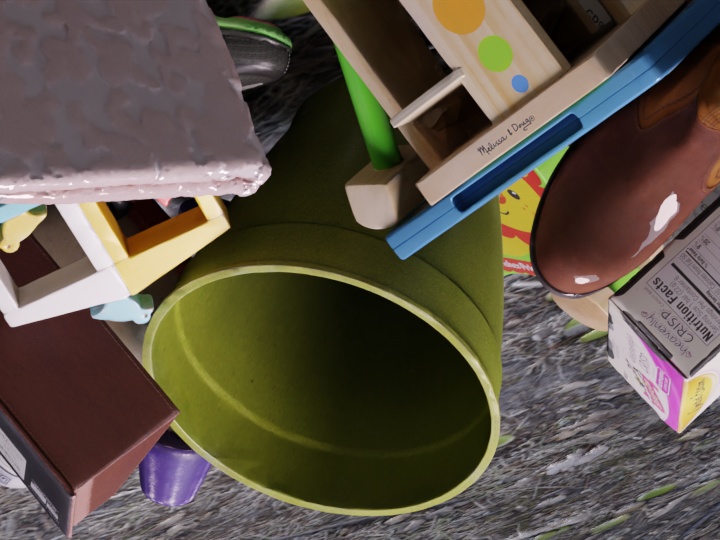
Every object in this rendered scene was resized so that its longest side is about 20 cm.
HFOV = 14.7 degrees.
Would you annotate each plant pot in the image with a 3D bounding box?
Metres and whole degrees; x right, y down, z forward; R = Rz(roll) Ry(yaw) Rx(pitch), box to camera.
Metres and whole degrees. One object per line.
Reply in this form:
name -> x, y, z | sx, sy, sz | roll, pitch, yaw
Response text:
plant pot -> 0.000, 0.000, 1.571 | 0.199, 0.193, 0.201 | 10, 138, 9

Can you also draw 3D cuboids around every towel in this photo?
towel -> -0.145, -0.116, 1.153 | 0.190, 0.201, 0.032 | -6, 157, -39

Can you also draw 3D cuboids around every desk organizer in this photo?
desk organizer -> -0.190, 0.038, 1.523 | 0.077, 0.200, 0.072 | -36, 167, -20

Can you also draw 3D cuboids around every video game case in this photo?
video game case -> 0.111, -0.085, 1.406 | 0.200, 0.018, 0.143 | -35, -175, 43

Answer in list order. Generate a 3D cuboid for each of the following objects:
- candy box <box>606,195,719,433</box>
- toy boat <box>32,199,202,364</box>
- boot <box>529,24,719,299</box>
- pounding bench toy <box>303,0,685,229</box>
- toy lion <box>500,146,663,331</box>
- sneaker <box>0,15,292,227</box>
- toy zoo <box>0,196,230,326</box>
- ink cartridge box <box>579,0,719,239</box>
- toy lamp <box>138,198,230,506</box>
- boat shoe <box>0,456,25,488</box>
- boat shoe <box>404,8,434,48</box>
candy box -> 0.217, -0.015, 1.433 | 0.200, 0.061, 0.136 | -42, 166, -5
toy boat -> -0.164, 0.005, 1.652 | 0.200, 0.131, 0.131 | -38, -175, 40
boot -> 0.162, -0.063, 1.291 | 0.188, 0.069, 0.200 | -39, -178, -5
pounding bench toy -> 0.029, -0.128, 1.377 | 0.200, 0.156, 0.124 | -36, -176, 37
toy lion -> 0.080, -0.051, 1.712 | 0.069, 0.192, 0.200 | -54, -150, -17
sneaker -> -0.122, -0.073, 1.491 | 0.199, 0.084, 0.077 | -25, 163, 9
toy zoo -> -0.153, -0.051, 1.432 | 0.131, 0.021, 0.200 | -25, 124, 7
ink cartridge box -> 0.214, -0.140, 1.495 | 0.144, 0.147, 0.200 | -32, 162, -46
toy lamp -> -0.104, 0.055, 1.756 | 0.058, 0.058, 0.201 | -8, 124, -37
boat shoe -> -0.163, 0.062, 1.777 | 0.200, 0.071, 0.070 | -37, 175, -44
boat shoe -> 0.089, -0.157, 1.526 | 0.199, 0.068, 0.072 | -14, 161, -26
